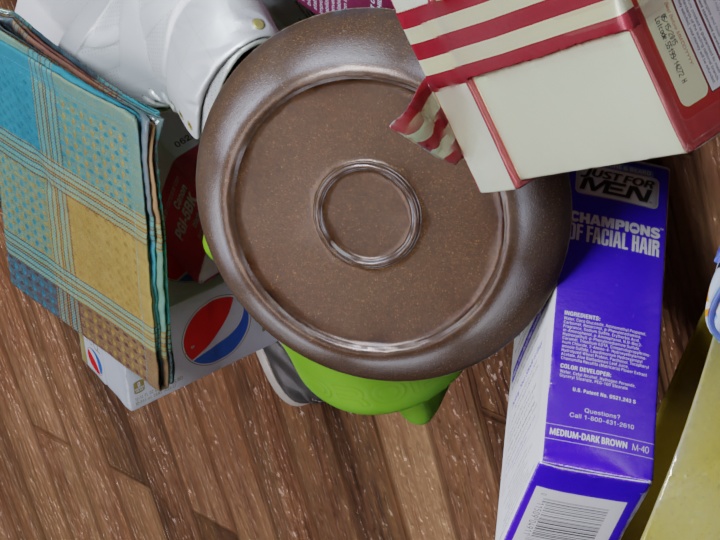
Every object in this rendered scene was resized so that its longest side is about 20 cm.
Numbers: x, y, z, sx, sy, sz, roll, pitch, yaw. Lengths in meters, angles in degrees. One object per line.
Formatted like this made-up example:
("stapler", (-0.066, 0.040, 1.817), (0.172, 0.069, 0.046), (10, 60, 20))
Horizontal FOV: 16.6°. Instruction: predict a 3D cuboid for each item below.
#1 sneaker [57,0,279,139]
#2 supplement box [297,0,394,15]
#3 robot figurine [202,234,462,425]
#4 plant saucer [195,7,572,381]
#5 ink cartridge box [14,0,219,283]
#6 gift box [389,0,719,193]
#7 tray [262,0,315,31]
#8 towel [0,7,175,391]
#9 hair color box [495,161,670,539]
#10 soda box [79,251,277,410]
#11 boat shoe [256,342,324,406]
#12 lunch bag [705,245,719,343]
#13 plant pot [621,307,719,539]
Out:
("sneaker", (-0.105, -0.101, 1.355), (0.116, 0.073, 0.200), (62, 147, 19))
("supplement box", (0.006, -0.197, 1.313), (0.200, 0.110, 0.086), (38, 145, 32))
("robot figurine", (0.000, 0.000, 1.370), (0.175, 0.116, 0.200), (11, 147, 29))
("plant saucer", (0.007, -0.032, 1.255), (0.199, 0.032, 0.201), (5, 111, 15))
("ink cartridge box", (-0.101, -0.115, 1.521), (0.200, 0.147, 0.083), (47, 149, 16))
("gift box", (0.102, -0.148, 1.131), (0.186, 0.199, 0.185), (-6, 108, 60))
("tray", (-0.028, -0.149, 1.443), (0.107, 0.022, 0.200), (-40, 82, 25))
("towel", (-0.159, -0.040, 1.409), (0.146, 0.022, 0.201), (34, 141, 33))
("hair color box", (0.118, 0.049, 1.303), (0.064, 0.201, 0.110), (10, 145, -5))
("soda box", (-0.079, 0.008, 1.546), (0.064, 0.199, 0.068), (40, 145, 41))
("boat shoe", (-0.066, 0.000, 1.675), (0.057, 0.067, 0.201), (-21, 105, 45))
("lunch bag", (0.243, -0.016, 1.107), (0.160, 0.076, 0.200), (24, 145, 3))
("plant pot", (0.212, 0.130, 1.263), (0.141, 0.201, 0.200), (22, 144, 4))
